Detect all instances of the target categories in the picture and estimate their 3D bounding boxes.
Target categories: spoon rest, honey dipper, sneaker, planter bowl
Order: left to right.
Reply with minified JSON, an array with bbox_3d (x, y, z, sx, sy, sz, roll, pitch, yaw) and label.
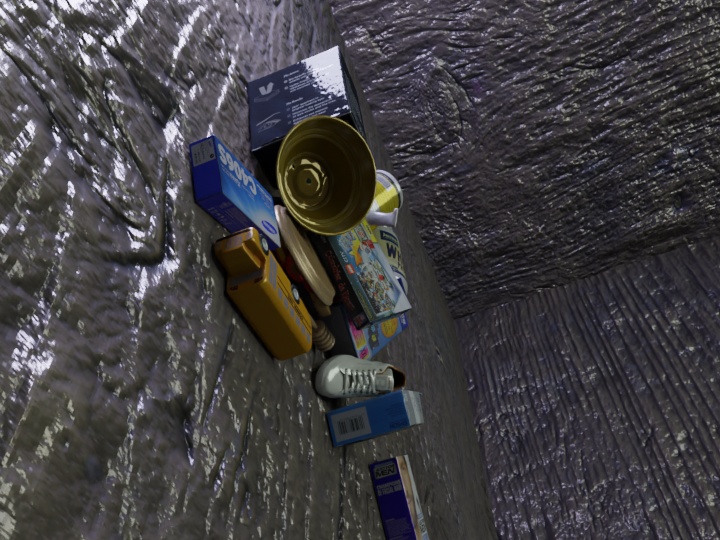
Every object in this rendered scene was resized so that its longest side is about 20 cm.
[{"bbox_3d":[-0.102,0.062,1.195,0.038,0.037,0.201,-94,159,-52],"label":"honey dipper"},{"bbox_3d":[-0.075,-0.160,1.216,0.083,0.199,0.203,-2,-68,57],"label":"planter bowl"},{"bbox_3d":[-0.017,-0.121,1.489,0.061,0.196,0.101,40,61,-80],"label":"spoon rest"},{"bbox_3d":[0.007,0.188,1.236,0.198,0.084,0.074,3,90,-49],"label":"sneaker"}]

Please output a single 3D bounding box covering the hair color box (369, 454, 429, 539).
[{"bbox_3d":[0.081,0.472,1.374,0.109,0.064,0.203,38,35,-70],"label":"hair color box"}]

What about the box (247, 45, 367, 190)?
[{"bbox_3d":[-0.100,-0.288,1.317,0.118,0.194,0.202,58,17,-51],"label":"box"}]

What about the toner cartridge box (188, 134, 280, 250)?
[{"bbox_3d":[-0.182,-0.106,1.034,0.200,0.042,0.096,49,27,-64],"label":"toner cartridge box"}]

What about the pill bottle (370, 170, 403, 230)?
[{"bbox_3d":[0.000,-0.139,1.595,0.199,0.110,0.113,-38,116,-36],"label":"pill bottle"}]

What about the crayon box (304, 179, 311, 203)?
[{"bbox_3d":[-0.091,-0.116,1.390,0.126,0.051,0.203,93,-16,-69],"label":"crayon box"}]

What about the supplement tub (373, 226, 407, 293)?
[{"bbox_3d":[0.030,-0.015,1.661,0.146,0.143,0.202,59,18,-49],"label":"supplement tub"}]

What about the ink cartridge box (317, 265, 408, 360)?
[{"bbox_3d":[0.015,0.079,1.363,0.199,0.075,0.138,-37,117,-44],"label":"ink cartridge box"}]

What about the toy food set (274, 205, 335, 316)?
[{"bbox_3d":[-0.104,-0.024,1.200,0.200,0.048,0.200,64,6,22],"label":"toy food set"}]

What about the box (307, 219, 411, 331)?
[{"bbox_3d":[0.000,0.000,1.270,0.136,0.038,0.202,-12,71,-52],"label":"box"}]

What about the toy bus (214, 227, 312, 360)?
[{"bbox_3d":[-0.135,0.036,0.989,0.079,0.064,0.201,-94,163,-45],"label":"toy bus"}]

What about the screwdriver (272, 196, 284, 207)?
[{"bbox_3d":[-0.079,-0.113,1.294,0.028,0.197,0.030,24,-73,54],"label":"screwdriver"}]

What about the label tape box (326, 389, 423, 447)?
[{"bbox_3d":[0.038,0.268,1.266,0.200,0.141,0.067,39,34,-70],"label":"label tape box"}]
